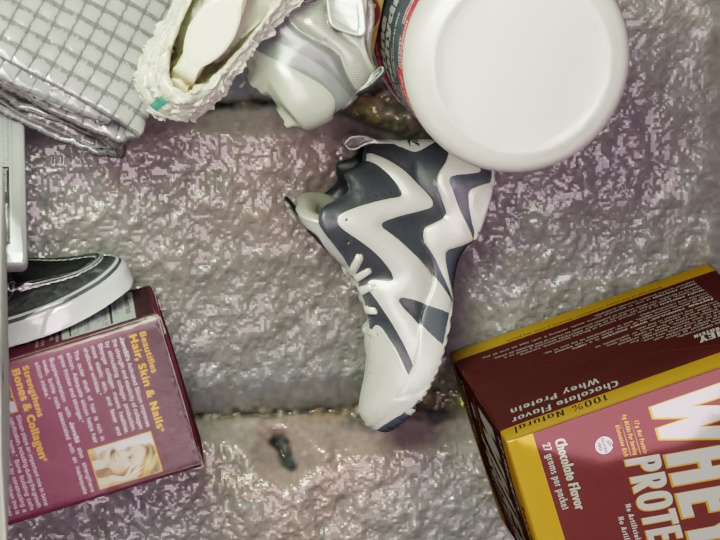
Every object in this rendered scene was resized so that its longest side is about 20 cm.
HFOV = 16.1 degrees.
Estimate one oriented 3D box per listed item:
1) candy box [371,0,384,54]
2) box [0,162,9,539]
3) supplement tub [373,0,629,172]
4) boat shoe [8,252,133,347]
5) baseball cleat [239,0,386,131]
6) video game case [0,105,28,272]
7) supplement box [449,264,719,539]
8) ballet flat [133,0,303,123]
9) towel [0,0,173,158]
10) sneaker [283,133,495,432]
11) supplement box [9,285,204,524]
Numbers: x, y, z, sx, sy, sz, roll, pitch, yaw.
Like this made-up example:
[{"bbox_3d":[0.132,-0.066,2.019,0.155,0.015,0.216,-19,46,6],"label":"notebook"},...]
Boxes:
[{"bbox_3d":[-0.031,-0.229,1.607,0.056,0.117,0.200,-2,107,-42],"label":"candy box"},{"bbox_3d":[-0.292,0.064,1.489,0.171,0.199,0.200,-1,128,-7],"label":"box"},{"bbox_3d":[0.082,-0.147,1.606,0.140,0.200,0.141,-2,104,-8],"label":"supplement tub"},{"bbox_3d":[-0.252,0.013,1.666,0.200,0.072,0.068,-15,108,2],"label":"boat shoe"},{"bbox_3d":[-0.061,-0.184,1.542,0.106,0.070,0.200,-37,94,3],"label":"baseball cleat"},{"bbox_3d":[-0.303,-0.094,1.601,0.182,0.022,0.200,-1,74,-7],"label":"video game case"},{"bbox_3d":[0.185,0.110,1.688,0.197,0.200,0.133,-19,106,-4],"label":"supplement box"},{"bbox_3d":[-0.061,-0.171,1.477,0.072,0.072,0.200,32,86,-15],"label":"ballet flat"},{"bbox_3d":[-0.206,-0.182,1.584,0.200,0.086,0.166,26,70,-15],"label":"towel"},{"bbox_3d":[0.000,0.000,1.695,0.129,0.079,0.199,17,101,-11],"label":"sneaker"},{"bbox_3d":[-0.215,0.096,1.681,0.200,0.086,0.110,-17,106,-4],"label":"supplement box"}]
